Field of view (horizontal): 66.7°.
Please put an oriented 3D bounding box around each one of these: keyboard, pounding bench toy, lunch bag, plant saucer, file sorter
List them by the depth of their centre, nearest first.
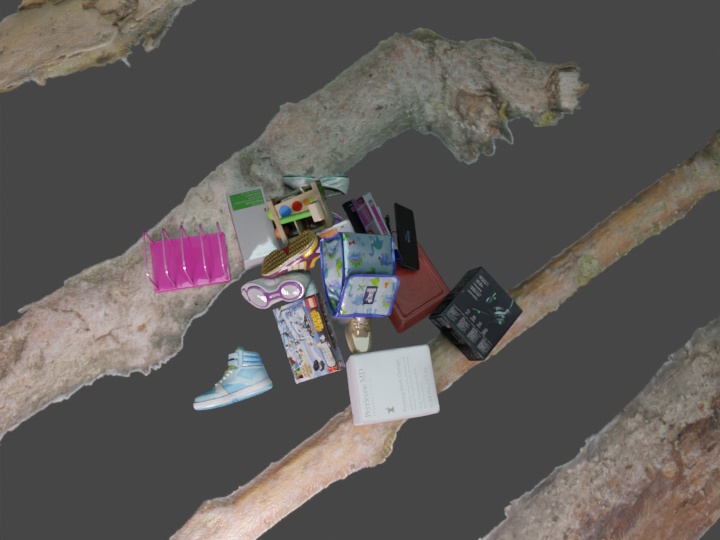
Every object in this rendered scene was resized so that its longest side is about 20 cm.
[{"bbox_3d":[-0.001,0.014,1.341,0.168,0.127,0.203,2,81,-35],"label":"lunch bag"},{"bbox_3d":[-0.163,-0.146,1.422,0.154,0.200,0.126,-21,100,5],"label":"pounding bench toy"},{"bbox_3d":[-0.453,-0.040,1.427,0.197,0.126,0.141,-9,75,-10],"label":"file sorter"},{"bbox_3d":[0.111,-0.099,1.524,0.126,0.020,0.203,19,55,-38],"label":"keyboard"},{"bbox_3d":[0.138,0.040,1.536,0.198,0.037,0.201,-30,81,-15],"label":"plant saucer"}]

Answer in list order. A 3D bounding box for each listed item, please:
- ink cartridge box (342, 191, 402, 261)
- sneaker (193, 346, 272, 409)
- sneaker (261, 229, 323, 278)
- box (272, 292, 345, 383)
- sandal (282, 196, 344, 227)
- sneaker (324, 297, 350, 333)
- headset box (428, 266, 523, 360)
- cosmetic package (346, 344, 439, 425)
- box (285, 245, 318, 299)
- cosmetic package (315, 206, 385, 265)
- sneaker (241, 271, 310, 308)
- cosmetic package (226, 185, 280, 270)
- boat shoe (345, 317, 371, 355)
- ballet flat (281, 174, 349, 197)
[{"bbox_3d":[0.031,-0.102,1.448,0.037,0.094,0.202,-36,103,-37],"label":"ink cartridge box"},{"bbox_3d":[-0.333,0.267,1.381,0.197,0.080,0.132,-15,78,-22],"label":"sneaker"},{"bbox_3d":[-0.167,-0.023,1.406,0.090,0.198,0.076,34,40,-40],"label":"sneaker"},{"bbox_3d":[-0.133,0.173,1.405,0.135,0.040,0.203,-20,86,23],"label":"box"},{"bbox_3d":[-0.129,-0.162,1.548,0.200,0.050,0.084,19,72,-3],"label":"sandal"},{"bbox_3d":[-0.069,0.104,1.452,0.200,0.074,0.082,-42,48,14],"label":"sneaker"},{"bbox_3d":[0.319,0.114,1.496,0.174,0.093,0.200,45,73,-5],"label":"headset box"},{"bbox_3d":[0.075,0.293,1.384,0.197,0.167,0.170,-7,75,-9],"label":"cosmetic package"},{"bbox_3d":[-0.154,0.017,1.498,0.041,0.039,0.202,-21,78,-12],"label":"box"},{"bbox_3d":[-0.028,-0.093,1.518,0.198,0.071,0.103,-25,98,-15],"label":"cosmetic package"},{"bbox_3d":[-0.222,0.047,1.453,0.197,0.100,0.076,-6,112,22],"label":"sneaker"},{"bbox_3d":[-0.291,-0.115,1.495,0.106,0.085,0.203,-16,75,-14],"label":"cosmetic package"},{"bbox_3d":[-0.005,0.131,1.470,0.073,0.069,0.203,-5,74,-9],"label":"boat shoe"},{"bbox_3d":[-0.128,-0.240,1.569,0.197,0.070,0.071,-1,74,-11],"label":"ballet flat"}]
